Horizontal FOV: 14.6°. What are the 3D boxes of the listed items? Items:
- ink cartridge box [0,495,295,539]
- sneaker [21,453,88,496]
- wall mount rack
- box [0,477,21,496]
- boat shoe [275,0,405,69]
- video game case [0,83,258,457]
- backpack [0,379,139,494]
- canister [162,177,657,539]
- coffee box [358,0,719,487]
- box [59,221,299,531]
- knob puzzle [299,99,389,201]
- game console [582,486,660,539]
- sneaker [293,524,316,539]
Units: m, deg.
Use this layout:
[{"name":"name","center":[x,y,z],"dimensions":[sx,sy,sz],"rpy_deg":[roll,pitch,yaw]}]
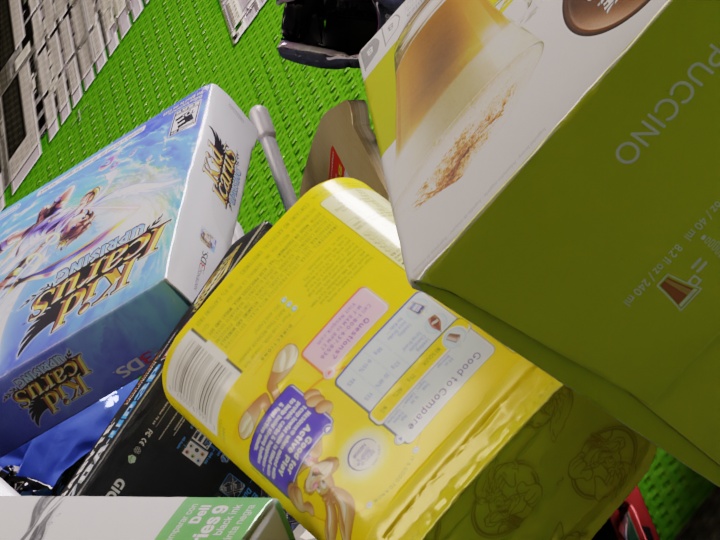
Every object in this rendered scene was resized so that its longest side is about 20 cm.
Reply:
[{"name":"ink cartridge box","center":[-0.114,0.178,1.253],"dimensions":[0.199,0.146,0.084],"rpy_deg":[-1,35,30]},{"name":"sneaker","center":[-0.173,0.130,1.515],"dimensions":[0.077,0.199,0.112],"rpy_deg":[-61,-5,-63]},{"name":"wall mount rack","center":[-0.066,0.018,1.576],"dimensions":[0.200,0.074,0.174],"rpy_deg":[109,-175,-55]},{"name":"box","center":[-0.220,0.183,1.430],"dimensions":[0.158,0.048,0.201],"rpy_deg":[37,130,35]},{"name":"boat shoe","center":[0.050,-0.130,1.480],"dimensions":[0.093,0.199,0.075],"rpy_deg":[-35,-58,-66]},{"name":"video game case","center":[-0.153,0.008,1.499],"dimensions":[0.199,0.045,0.182],"rpy_deg":[-30,29,25]},{"name":"backpack","center":[-0.209,0.140,1.672],"dimensions":[0.201,0.167,0.163],"rpy_deg":[-62,-7,-24]},{"name":"canister","center":[0.017,0.059,1.245],"dimensions":[0.149,0.087,0.200],"rpy_deg":[-48,45,-4]},{"name":"coffee box","center":[0.144,-0.062,1.145],"dimensions":[0.200,0.200,0.198],"rpy_deg":[-48,24,20]},{"name":"box","center":[-0.043,0.101,1.358],"dimensions":[0.200,0.159,0.046],"rpy_deg":[-57,12,-25]},{"name":"knob puzzle","center":[0.000,0.000,1.527],"dimensions":[0.220,0.030,0.221],"rpy_deg":[178,90,-77]},{"name":"game console","center":[0.069,0.166,1.262],"dimensions":[0.177,0.031,0.200],"rpy_deg":[-55,21,19]},{"name":"sneaker","center":[0.029,0.066,1.338],"dimensions":[0.200,0.087,0.075],"rpy_deg":[-48,-17,-16]}]
